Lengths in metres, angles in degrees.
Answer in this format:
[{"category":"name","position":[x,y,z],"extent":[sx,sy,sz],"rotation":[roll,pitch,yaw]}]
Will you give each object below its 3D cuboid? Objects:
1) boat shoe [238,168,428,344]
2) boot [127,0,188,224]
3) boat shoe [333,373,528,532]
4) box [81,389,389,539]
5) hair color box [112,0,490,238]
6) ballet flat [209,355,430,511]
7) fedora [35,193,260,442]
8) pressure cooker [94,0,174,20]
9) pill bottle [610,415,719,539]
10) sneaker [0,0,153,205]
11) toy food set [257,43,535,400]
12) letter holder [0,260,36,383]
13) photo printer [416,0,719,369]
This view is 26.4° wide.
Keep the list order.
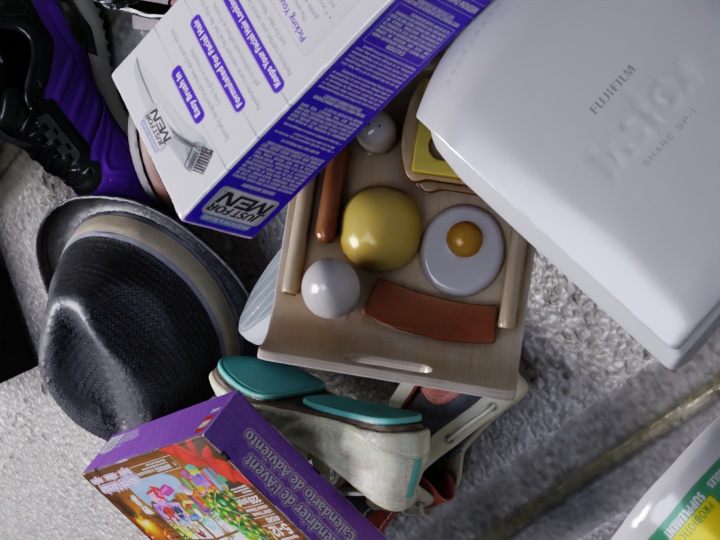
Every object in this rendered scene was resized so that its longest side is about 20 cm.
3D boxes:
[{"category":"boat shoe","position":[0.000,0.000,0.943],"extent":[0.067,0.074,0.200],"rotation":[32,136,-19]},{"category":"boot","position":[-0.047,-0.104,0.963],"extent":[0.199,0.068,0.190],"rotation":[13,108,27]},{"category":"boat shoe","position":[0.037,0.120,0.967],"extent":[0.063,0.071,0.201],"rotation":[40,124,16]},{"category":"box","position":[-0.083,0.149,0.962],"extent":[0.137,0.039,0.200],"rotation":[45,149,-12]},{"category":"hair color box","position":[-0.033,-0.124,0.803],"extent":[0.200,0.065,0.110],"rotation":[-42,58,22]},{"category":"ballet flat","position":[-0.034,0.101,0.943],"extent":[0.200,0.067,0.063],"rotation":[15,104,53]},{"category":"fedora","position":[-0.158,0.050,1.039],"extent":[0.199,0.092,0.201],"rotation":[16,135,17]},{"category":"pressure cooker","position":[-0.119,-0.240,0.865],"extent":[0.176,0.178,0.201],"rotation":[-134,39,-57]},{"category":"pill bottle","position":[0.237,0.175,0.795],"extent":[0.200,0.113,0.113],"rotation":[43,129,18]},{"category":"sneaker","position":[-0.209,-0.096,1.053],"extent":[0.069,0.099,0.201],"rotation":[-17,96,43]},{"category":"toy food set","position":[0.028,-0.039,0.835],"extent":[0.143,0.060,0.201],"rotation":[9,87,6]},{"category":"letter holder","position":[-0.368,0.006,1.226],"extent":[0.142,0.100,0.201],"rotation":[-9,102,42]},{"category":"photo printer","position":[0.138,-0.078,0.764],"extent":[0.200,0.069,0.167],"rotation":[44,97,17]}]
